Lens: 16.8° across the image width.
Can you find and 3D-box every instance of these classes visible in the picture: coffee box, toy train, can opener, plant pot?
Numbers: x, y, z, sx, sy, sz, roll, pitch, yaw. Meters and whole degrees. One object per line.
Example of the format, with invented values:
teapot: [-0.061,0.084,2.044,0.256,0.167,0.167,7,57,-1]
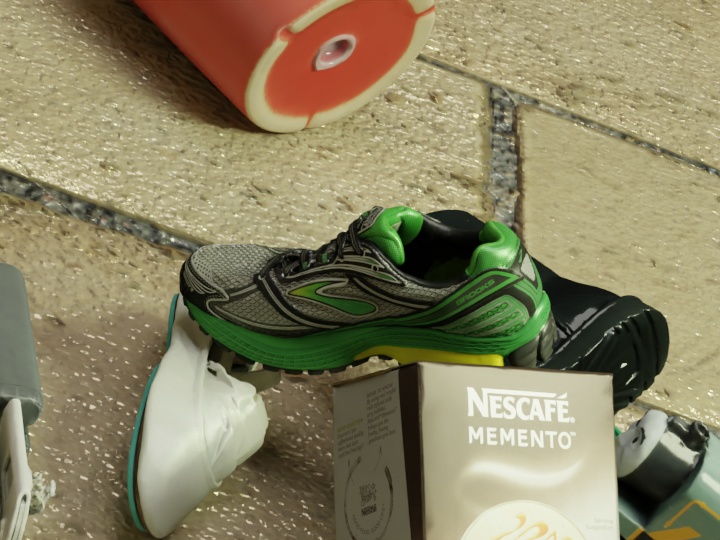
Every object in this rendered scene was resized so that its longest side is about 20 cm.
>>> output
coffee box: [0.055,0.148,1.129,0.114,0.080,0.201,5,77,-30]
toy train: [0.192,0.155,1.260,0.200,0.114,0.085,39,30,-7]
can opener: [-0.187,0.068,1.201,0.066,0.053,0.200,13,34,-18]
plant pot: [-0.055,-0.200,1.568,0.200,0.201,0.178,-8,55,-42]

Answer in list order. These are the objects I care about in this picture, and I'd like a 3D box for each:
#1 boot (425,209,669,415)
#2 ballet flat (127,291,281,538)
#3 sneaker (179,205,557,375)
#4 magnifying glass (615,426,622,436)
boot: [0.041,0.051,1.291,0.200,0.077,0.168,-35,41,-29]
ballet flat: [-0.075,0.063,1.263,0.069,0.070,0.200,21,29,-7]
sneaker: [0.000,0.000,1.234,0.199,0.086,0.078,1,36,21]
magnifying glass: [0.103,0.073,1.380,0.079,0.022,0.200,14,20,-9]
